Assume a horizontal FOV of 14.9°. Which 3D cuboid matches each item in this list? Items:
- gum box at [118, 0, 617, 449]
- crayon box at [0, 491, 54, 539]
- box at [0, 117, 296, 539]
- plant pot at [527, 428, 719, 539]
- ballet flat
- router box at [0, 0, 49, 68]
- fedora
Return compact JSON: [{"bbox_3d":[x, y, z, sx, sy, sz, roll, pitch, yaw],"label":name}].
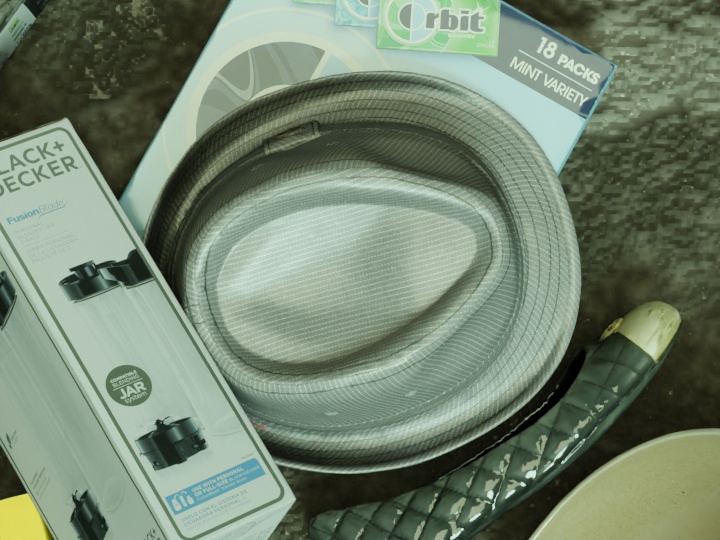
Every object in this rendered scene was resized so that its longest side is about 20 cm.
[{"bbox_3d":[-0.005,-0.046,1.261,0.170,0.045,0.200,29,87,0],"label":"gum box"},{"bbox_3d":[-0.220,0.205,1.238,0.200,0.058,0.173,-14,89,-3],"label":"crayon box"},{"bbox_3d":[-0.116,0.048,1.191,0.060,0.117,0.200,-23,71,-29],"label":"box"},{"bbox_3d":[0.166,0.187,1.202,0.134,0.200,0.200,34,87,-36],"label":"plant pot"},{"bbox_3d":[0.064,0.077,1.248,0.200,0.066,0.057,-39,86,-3],"label":"ballet flat"},{"bbox_3d":[-0.191,-0.185,1.257,0.149,0.051,0.200,36,87,2],"label":"router box"},{"bbox_3d":[0.000,0.000,1.191,0.200,0.090,0.177,-9,89,-2],"label":"fedora"}]
